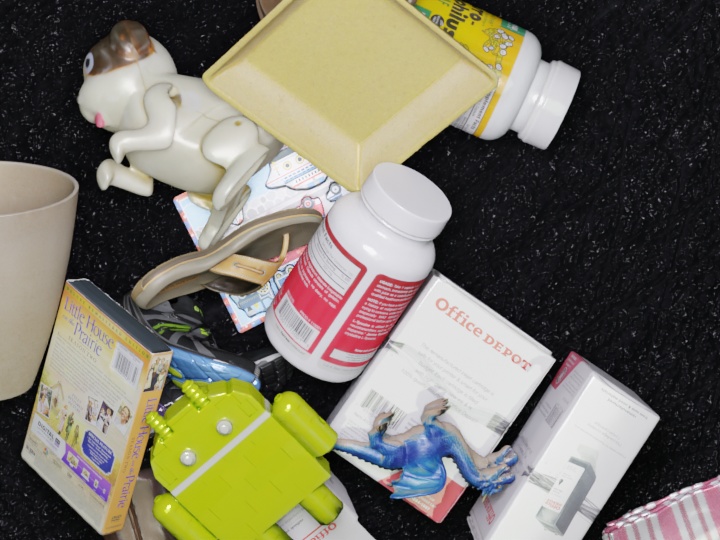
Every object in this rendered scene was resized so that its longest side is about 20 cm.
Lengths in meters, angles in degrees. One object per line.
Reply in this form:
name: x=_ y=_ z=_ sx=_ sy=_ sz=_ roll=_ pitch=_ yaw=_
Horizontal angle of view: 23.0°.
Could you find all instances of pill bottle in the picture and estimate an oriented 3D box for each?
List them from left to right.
pill bottle: x=0.000 y=0.000 z=1.676 sx=0.112 sy=0.112 sz=0.200 roll=32 pitch=118 yaw=-3
pill bottle: x=0.104 y=-0.194 z=1.695 sx=0.199 sy=0.113 sz=0.113 roll=24 pitch=94 yaw=-2

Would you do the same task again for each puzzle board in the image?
puzzle board: x=-0.065 y=-0.049 z=1.754 sx=0.199 sy=0.017 sz=0.151 roll=-27 pitch=95 yaw=1

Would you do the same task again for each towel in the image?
towel: x=0.358 y=0.287 z=1.779 sx=0.199 sy=0.030 sz=0.147 roll=-23 pitch=95 yaw=1

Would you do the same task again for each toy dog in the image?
toy dog: x=-0.177 y=-0.150 z=1.682 sx=0.199 sy=0.140 sz=0.194 roll=34 pitch=73 yaw=2

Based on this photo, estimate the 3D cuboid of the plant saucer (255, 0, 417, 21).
plant saucer: x=-0.022 y=-0.293 z=1.669 sx=0.199 sy=0.029 sz=0.201 roll=-11 pitch=68 yaw=29

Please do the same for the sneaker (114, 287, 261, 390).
sneaker: x=-0.171 y=0.064 z=1.696 sx=0.199 sy=0.071 sz=0.083 roll=24 pitch=62 yaw=36

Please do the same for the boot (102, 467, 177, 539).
boot: x=-0.255 y=0.277 z=1.755 sx=0.185 sy=0.064 sz=0.201 roll=-20 pitch=98 yaw=-12

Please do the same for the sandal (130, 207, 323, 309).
sandal: x=-0.122 y=0.000 z=1.692 sx=0.199 sy=0.080 sz=0.054 roll=-24 pitch=73 yaw=-18

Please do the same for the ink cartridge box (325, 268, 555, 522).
ink cartridge box: x=0.075 y=0.120 z=1.735 sx=0.146 sy=0.083 sz=0.200 roll=35 pitch=94 yaw=-4

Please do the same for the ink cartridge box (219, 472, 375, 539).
ink cartridge box: x=-0.086 y=0.226 z=1.732 sx=0.116 sy=0.068 sz=0.200 roll=-37 pitch=116 yaw=4

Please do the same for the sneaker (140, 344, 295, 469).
sneaker: x=-0.161 y=0.107 z=1.738 sx=0.199 sy=0.076 sz=0.088 roll=-28 pitch=61 yaw=-15

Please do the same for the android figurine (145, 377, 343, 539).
android figurine: x=-0.113 y=0.183 z=1.643 sx=0.182 sy=0.041 sz=0.200 roll=-38 pitch=111 yaw=9

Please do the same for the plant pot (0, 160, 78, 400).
plant pot: x=-0.360 y=0.016 z=1.690 sx=0.186 sy=0.187 sz=0.201 roll=1 pitch=109 yaw=-1

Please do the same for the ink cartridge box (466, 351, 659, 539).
ink cartridge box: x=0.193 y=0.192 z=1.711 sx=0.085 sy=0.146 sz=0.201 roll=33 pitch=94 yaw=-4

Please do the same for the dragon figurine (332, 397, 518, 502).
dragon figurine: x=0.049 y=0.182 z=1.670 sx=0.199 sy=0.059 sz=0.100 roll=-15 pitch=96 yaw=0

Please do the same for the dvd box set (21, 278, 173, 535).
dvd box set: x=-0.255 y=0.129 z=1.693 sx=0.146 sy=0.029 sz=0.201 roll=34 pitch=116 yaw=37

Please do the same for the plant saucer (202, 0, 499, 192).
plant saucer: x=-0.008 y=-0.187 z=1.613 sx=0.200 sy=0.049 sz=0.200 roll=35 pitch=128 yaw=-25
